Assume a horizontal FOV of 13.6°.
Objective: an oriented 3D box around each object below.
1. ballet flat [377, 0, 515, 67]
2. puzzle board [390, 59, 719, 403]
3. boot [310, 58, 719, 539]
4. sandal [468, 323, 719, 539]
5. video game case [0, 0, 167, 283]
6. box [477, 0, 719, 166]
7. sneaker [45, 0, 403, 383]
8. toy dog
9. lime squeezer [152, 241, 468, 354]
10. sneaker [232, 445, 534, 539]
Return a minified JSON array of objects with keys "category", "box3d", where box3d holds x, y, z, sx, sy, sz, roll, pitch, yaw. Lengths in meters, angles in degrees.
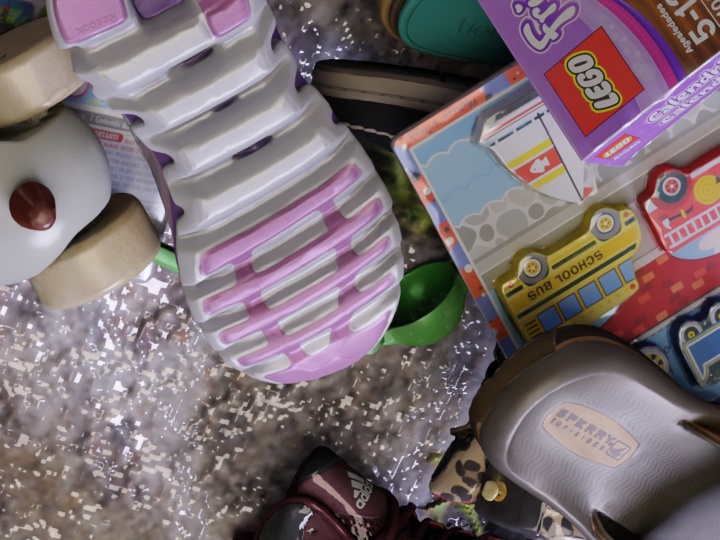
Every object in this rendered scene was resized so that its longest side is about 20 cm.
[{"category":"ballet flat","box3d":[0.099,-0.095,1.103,0.199,0.063,0.069,17,133,-21]},{"category":"puzzle board","box3d":[0.129,-0.033,1.062,0.199,0.017,0.151,-32,109,-6]},{"category":"boot","box3d":[0.058,0.014,1.105,0.199,0.073,0.151,18,97,-12]},{"category":"sandal","box3d":[0.121,0.077,1.054,0.200,0.055,0.082,30,107,-41]},{"category":"video game case","box3d":[-0.150,-0.098,1.083,0.199,0.024,0.183,11,112,-13]},{"category":"box","box3d":[0.080,-0.155,1.006,0.137,0.039,0.201,-39,73,22]},{"category":"sneaker","box3d":[-0.048,-0.054,1.057,0.080,0.089,0.201,-26,118,0]},{"category":"toy dog","box3d":[-0.162,-0.004,1.052,0.200,0.096,0.132,-43,101,11]},{"category":"lime squeezer","box3d":[0.000,0.000,1.136,0.199,0.038,0.071,-8,130,-14]},{"category":"sneaker","box3d":[0.027,0.115,1.149,0.199,0.076,0.116,-15,110,34]}]
